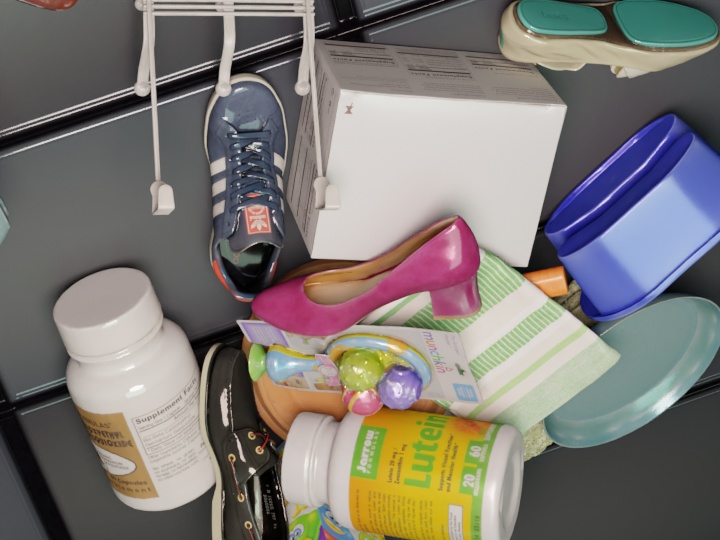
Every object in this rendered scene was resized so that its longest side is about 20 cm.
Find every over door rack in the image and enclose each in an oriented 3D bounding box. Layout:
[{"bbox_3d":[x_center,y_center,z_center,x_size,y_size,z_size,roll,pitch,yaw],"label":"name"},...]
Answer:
[{"bbox_3d":[-0.103,-0.132,1.318,0.147,0.201,0.067,-2,161,-14],"label":"over door rack"}]

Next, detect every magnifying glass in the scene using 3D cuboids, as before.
[{"bbox_3d":[0.082,0.028,1.445,0.199,0.022,0.080,-11,110,12],"label":"magnifying glass"}]

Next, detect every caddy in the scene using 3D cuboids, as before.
[{"bbox_3d":[0.261,-0.042,1.472,0.200,0.142,0.105,-42,107,11],"label":"caddy"}]

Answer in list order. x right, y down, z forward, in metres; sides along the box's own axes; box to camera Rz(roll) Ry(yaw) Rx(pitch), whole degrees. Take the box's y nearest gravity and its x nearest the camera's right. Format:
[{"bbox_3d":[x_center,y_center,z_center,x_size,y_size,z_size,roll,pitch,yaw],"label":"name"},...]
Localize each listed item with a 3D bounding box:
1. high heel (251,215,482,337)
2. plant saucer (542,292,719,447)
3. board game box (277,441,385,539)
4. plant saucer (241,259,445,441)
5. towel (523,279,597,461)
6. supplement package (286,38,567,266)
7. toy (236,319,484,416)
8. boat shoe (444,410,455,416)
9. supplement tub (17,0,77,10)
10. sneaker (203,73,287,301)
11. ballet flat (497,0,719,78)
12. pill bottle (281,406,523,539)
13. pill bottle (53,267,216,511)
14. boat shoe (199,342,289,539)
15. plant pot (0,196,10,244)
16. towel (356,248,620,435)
[{"bbox_3d":[0.000,0.000,1.348,0.199,0.068,0.096,0,130,16],"label":"high heel"},{"bbox_3d":[0.251,0.089,1.546,0.199,0.027,0.201,-21,142,-18],"label":"plant saucer"},{"bbox_3d":[-0.043,0.266,1.538,0.103,0.200,0.105,37,106,-30],"label":"board game box"},{"bbox_3d":[-0.011,0.086,1.502,0.199,0.032,0.202,2,111,6],"label":"plant saucer"},{"bbox_3d":[0.185,0.098,1.580,0.200,0.036,0.149,-35,128,-7],"label":"towel"},{"bbox_3d":[0.052,-0.098,1.407,0.199,0.111,0.157,3,119,-16],"label":"supplement package"},{"bbox_3d":[-0.004,0.092,1.413,0.199,0.047,0.115,6,148,21],"label":"toy"},{"bbox_3d":[0.066,0.150,1.582,0.069,0.071,0.201,-14,120,12],"label":"boat shoe"},{"bbox_3d":[-0.216,-0.302,1.218,0.107,0.107,0.201,23,111,-26],"label":"supplement tub"},{"bbox_3d":[-0.092,-0.065,1.401,0.074,0.085,0.201,-6,121,-12],"label":"sneaker"},{"bbox_3d":[0.211,-0.199,1.427,0.199,0.070,0.070,3,119,-15],"label":"ballet flat"},{"bbox_3d":[0.037,0.178,1.448,0.199,0.111,0.112,7,123,16],"label":"pill bottle"},{"bbox_3d":[-0.196,0.104,1.454,0.114,0.115,0.201,-19,123,-4],"label":"pill bottle"},{"bbox_3d":[-0.100,0.163,1.457,0.063,0.074,0.203,-3,97,26],"label":"boat shoe"},{"bbox_3d":[-0.390,-0.055,1.273,0.199,0.196,0.197,-28,123,-10],"label":"plant pot"},{"bbox_3d":[0.106,0.067,1.439,0.200,0.023,0.152,37,116,-25],"label":"towel"}]
